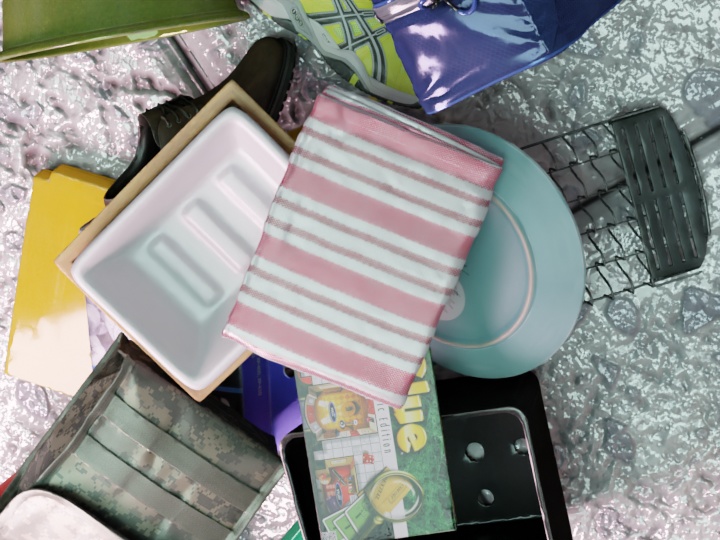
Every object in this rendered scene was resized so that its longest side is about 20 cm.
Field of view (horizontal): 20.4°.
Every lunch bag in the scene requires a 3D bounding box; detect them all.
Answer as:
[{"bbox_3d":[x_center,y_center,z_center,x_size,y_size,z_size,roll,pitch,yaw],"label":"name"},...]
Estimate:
[{"bbox_3d":[-0.182,0.179,1.580,0.164,0.118,0.200,36,93,-14],"label":"lunch bag"},{"bbox_3d":[0.088,-0.211,1.437,0.135,0.200,0.133,-23,100,28],"label":"lunch bag"}]

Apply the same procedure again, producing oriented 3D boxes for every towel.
[{"bbox_3d":[0.002,-0.016,1.439,0.145,0.030,0.201,23,95,2],"label":"towel"}]

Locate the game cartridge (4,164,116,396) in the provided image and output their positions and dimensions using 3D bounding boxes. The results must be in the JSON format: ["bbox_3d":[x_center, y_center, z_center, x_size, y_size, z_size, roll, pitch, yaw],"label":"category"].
[{"bbox_3d":[-0.209,0.022,1.711,0.175,0.032,0.201,17,112,10],"label":"game cartridge"}]

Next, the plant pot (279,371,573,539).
[{"bbox_3d":[0.074,0.181,1.602,0.198,0.177,0.201,-9,105,20],"label":"plant pot"}]

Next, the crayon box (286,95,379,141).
[{"bbox_3d":[0.008,-0.037,1.609,0.125,0.052,0.201,-20,104,22],"label":"crayon box"}]

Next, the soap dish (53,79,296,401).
[{"bbox_3d":[-0.108,-0.024,1.510,0.157,0.081,0.200,44,105,-11],"label":"soap dish"}]

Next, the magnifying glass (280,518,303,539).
[{"bbox_3d":[-0.031,0.211,1.701,0.079,0.022,0.201,4,132,-2],"label":"magnifying glass"}]

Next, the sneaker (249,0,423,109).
[{"bbox_3d":[-0.001,-0.197,1.538,0.199,0.075,0.077,35,116,0],"label":"sneaker"}]

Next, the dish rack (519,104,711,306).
[{"bbox_3d":[0.169,-0.036,1.530,0.199,0.055,0.154,-17,104,-1],"label":"dish rack"}]

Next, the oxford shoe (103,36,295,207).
[{"bbox_3d":[-0.126,-0.111,1.569,0.084,0.073,0.200,41,83,-30],"label":"oxford shoe"}]

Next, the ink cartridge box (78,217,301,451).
[{"bbox_3d":[-0.131,0.062,1.650,0.198,0.043,0.200,6,114,19],"label":"ink cartridge box"}]

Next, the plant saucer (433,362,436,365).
[{"bbox_3d":[0.000,0.000,1.568,0.198,0.027,0.202,1,107,4],"label":"plant saucer"}]

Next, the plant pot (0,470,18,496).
[{"bbox_3d":[-0.239,0.270,1.734,0.200,0.201,0.178,-27,110,24],"label":"plant pot"}]

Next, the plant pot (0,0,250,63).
[{"bbox_3d":[-0.196,-0.268,1.522,0.199,0.200,0.192,-7,96,19],"label":"plant pot"}]

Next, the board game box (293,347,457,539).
[{"bbox_3d":[0.007,0.100,1.477,0.104,0.023,0.202,-9,98,2],"label":"board game box"}]

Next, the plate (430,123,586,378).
[{"bbox_3d":[0.074,-0.009,1.486,0.199,0.026,0.202,13,117,28],"label":"plate"}]
